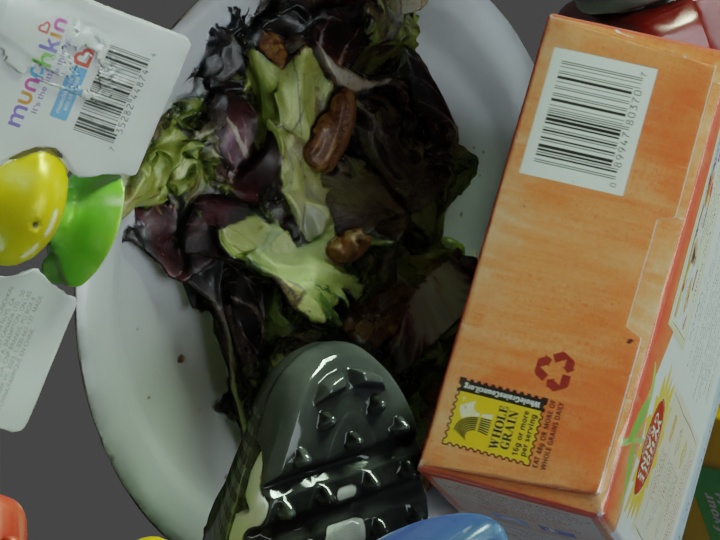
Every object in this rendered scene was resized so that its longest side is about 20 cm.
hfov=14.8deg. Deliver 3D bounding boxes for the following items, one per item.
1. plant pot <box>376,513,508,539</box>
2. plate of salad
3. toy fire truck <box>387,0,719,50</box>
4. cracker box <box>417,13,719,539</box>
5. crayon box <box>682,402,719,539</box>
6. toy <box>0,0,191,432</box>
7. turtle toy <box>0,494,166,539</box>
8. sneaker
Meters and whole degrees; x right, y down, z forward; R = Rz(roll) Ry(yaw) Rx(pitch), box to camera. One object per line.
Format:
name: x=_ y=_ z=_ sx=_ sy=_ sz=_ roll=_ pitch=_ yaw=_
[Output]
plant pot: x=0.016 y=0.192 z=0.681 sx=0.200 sy=0.180 sz=0.200 roll=-34 pitch=140 yaw=-20
plate of salad: x=0.000 y=0.000 z=0.841 sx=0.200 sy=0.048 sz=0.200 roll=-9 pitch=104 yaw=-40
toy fire truck: x=0.083 y=-0.110 z=0.864 sx=0.200 sy=0.129 sz=0.176 roll=-23 pitch=109 yaw=-16
cracker box: x=0.075 y=0.020 z=0.837 sx=0.200 sy=0.058 sz=0.134 roll=51 pitch=54 yaw=-72
crayon box: x=0.198 y=0.121 z=0.957 sx=0.058 sy=0.172 sz=0.200 roll=-40 pitch=122 yaw=-30
toy: x=-0.153 y=-0.041 z=0.686 sx=0.200 sy=0.047 sz=0.115 roll=20 pitch=101 yaw=-29
turtle toy: x=-0.116 y=0.105 z=0.705 sx=0.146 sy=0.101 sz=0.200 roll=-28 pitch=138 yaw=-28
sneaker: x=-0.034 y=0.103 z=0.794 sx=0.066 sy=0.090 sz=0.200 roll=-15 pitch=123 yaw=-37
